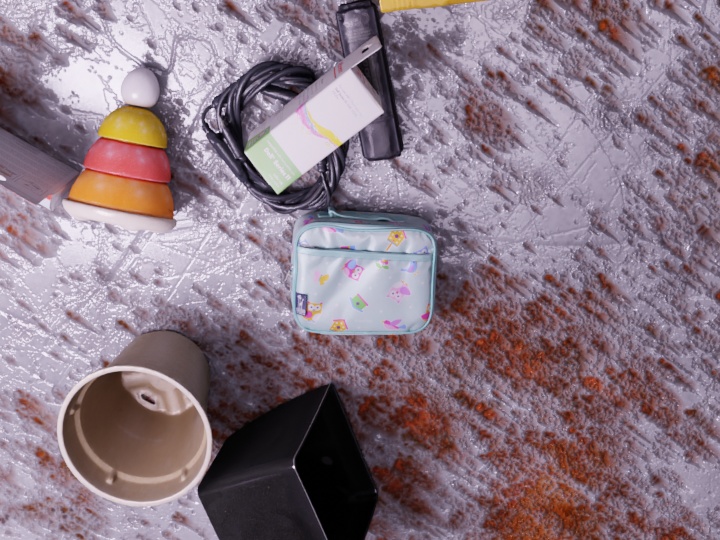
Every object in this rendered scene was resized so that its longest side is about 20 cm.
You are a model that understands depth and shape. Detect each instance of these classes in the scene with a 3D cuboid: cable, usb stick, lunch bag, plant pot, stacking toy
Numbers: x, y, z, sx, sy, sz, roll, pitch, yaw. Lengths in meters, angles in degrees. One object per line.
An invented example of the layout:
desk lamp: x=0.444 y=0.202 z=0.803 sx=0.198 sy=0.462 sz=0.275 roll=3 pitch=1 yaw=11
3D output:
cable: x=-0.095 y=-0.165 z=1.365 sx=0.162 sy=0.051 sz=0.201 roll=-36 pitch=108 yaw=8
usb stick: x=0.012 y=-0.234 z=1.336 sx=0.055 sy=0.033 sz=0.202 roll=-7 pitch=111 yaw=13
lunch bag: x=0.000 y=0.000 z=1.397 sx=0.197 sy=0.077 sz=0.162 roll=2 pitch=114 yaw=-4
plant pot: x=-0.105 y=0.305 z=1.476 sx=0.175 sy=0.200 sz=0.202 roll=-15 pitch=110 yaw=21
plant pot: x=-0.280 y=0.178 z=1.430 sx=0.198 sy=0.184 sz=0.203 roll=1 pitch=111 yaw=3
stacking toy: x=-0.289 y=-0.155 z=1.353 sx=0.144 sy=0.146 sz=0.203 roll=11 pitch=92 yaw=-1

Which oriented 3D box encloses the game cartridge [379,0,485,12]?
game cartridge: x=0.112 y=-0.405 z=1.265 sx=0.197 sy=0.033 sz=0.179 roll=-6 pitch=111 yaw=4

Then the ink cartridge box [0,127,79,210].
ink cartridge box: x=-0.447 y=-0.124 z=1.312 sx=0.161 sy=0.200 sz=0.057 roll=30 pitch=108 yaw=-8

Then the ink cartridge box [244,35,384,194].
ink cartridge box: x=-0.039 y=-0.187 z=1.271 sx=0.199 sy=0.117 sz=0.068 roll=-37 pitch=106 yaw=10
